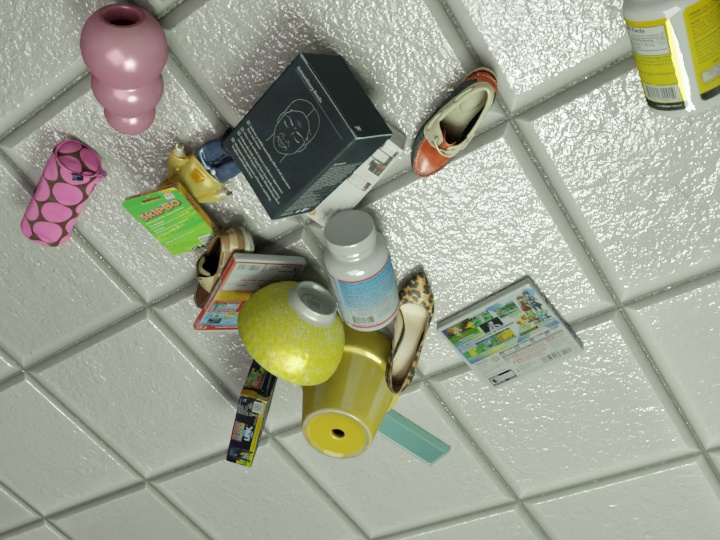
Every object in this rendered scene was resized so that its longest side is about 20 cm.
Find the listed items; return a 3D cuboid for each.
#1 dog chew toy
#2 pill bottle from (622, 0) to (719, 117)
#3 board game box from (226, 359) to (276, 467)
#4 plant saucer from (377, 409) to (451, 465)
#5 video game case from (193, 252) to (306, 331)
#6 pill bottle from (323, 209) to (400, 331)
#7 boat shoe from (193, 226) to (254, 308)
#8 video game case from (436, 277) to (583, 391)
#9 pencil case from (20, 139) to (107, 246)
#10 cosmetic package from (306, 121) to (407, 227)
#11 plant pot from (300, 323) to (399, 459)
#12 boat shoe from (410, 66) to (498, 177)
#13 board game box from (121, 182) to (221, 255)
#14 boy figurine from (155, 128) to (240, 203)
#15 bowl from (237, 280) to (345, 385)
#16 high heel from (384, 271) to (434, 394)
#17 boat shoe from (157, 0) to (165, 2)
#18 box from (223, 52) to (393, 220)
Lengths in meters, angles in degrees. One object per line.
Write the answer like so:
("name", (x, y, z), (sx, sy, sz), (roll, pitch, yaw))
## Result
("dog chew toy", (-0.350, -0.290, 1.152), (0.123, 0.125, 0.201), (14, 136, 1))
("pill bottle", (0.400, -0.309, 0.974), (0.113, 0.115, 0.201), (-15, 122, 22))
("board game box", (-0.202, 0.251, 1.490), (0.056, 0.166, 0.201), (16, 128, -3))
("plant saucer", (0.091, 0.340, 1.588), (0.199, 0.019, 0.070), (34, 126, -15))
("video game case", (-0.200, 0.043, 1.379), (0.142, 0.018, 0.201), (2, 138, -38))
("pill bottle", (0.000, 0.000, 1.273), (0.107, 0.110, 0.201), (-1, 138, 13))
("boat shoe", (-0.258, -0.005, 1.353), (0.071, 0.076, 0.201), (-3, 140, -40))
("video game case", (0.268, 0.121, 1.383), (0.199, 0.022, 0.182), (-30, 115, 30))
("pencil case", (-0.515, -0.126, 1.330), (0.093, 0.091, 0.200), (25, 131, -24))
("cosmetic package", (-0.019, -0.155, 1.220), (0.082, 0.051, 0.200), (34, 126, -13))
("plant pot", (-0.028, 0.235, 1.427), (0.198, 0.190, 0.203), (6, 129, 8))
("boat shoe", (0.135, -0.209, 1.140), (0.071, 0.063, 0.200), (29, 128, -13))
("board game box", (-0.309, -0.085, 1.278), (0.094, 0.030, 0.200), (-15, 157, 6))
("boy figurine", (-0.272, -0.158, 1.265), (0.199, 0.065, 0.125), (-26, 121, 25))
("bowl", (-0.098, 0.083, 1.308), (0.199, 0.201, 0.108), (30, 122, -11))
("high heel", (0.086, 0.114, 1.339), (0.071, 0.143, 0.202), (12, 128, 3))
("boat shoe", (-0.284, -0.469, 1.033), (0.060, 0.072, 0.203), (13, 121, 8))
("box", (-0.080, -0.195, 1.132), (0.200, 0.107, 0.149), (-38, 80, 33))
